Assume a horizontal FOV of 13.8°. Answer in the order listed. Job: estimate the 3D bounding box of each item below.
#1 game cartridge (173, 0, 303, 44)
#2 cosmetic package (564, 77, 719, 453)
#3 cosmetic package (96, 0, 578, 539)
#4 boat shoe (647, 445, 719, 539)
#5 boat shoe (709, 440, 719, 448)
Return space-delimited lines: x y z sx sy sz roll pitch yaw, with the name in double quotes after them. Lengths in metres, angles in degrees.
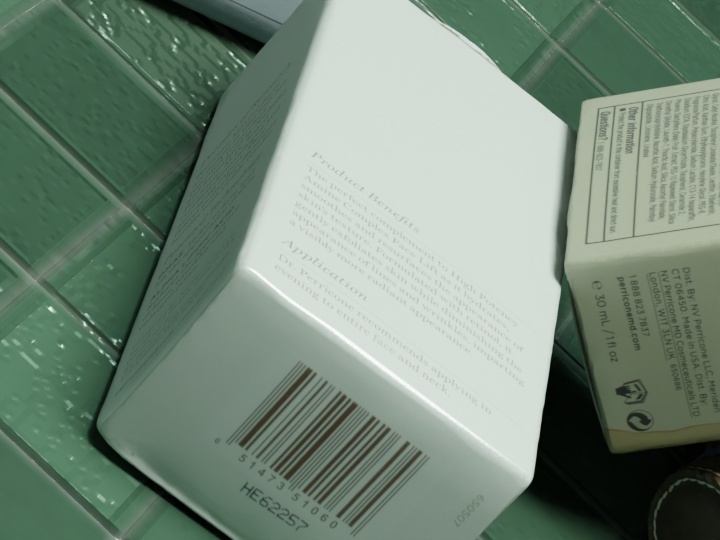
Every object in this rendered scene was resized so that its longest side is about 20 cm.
-0.056 -0.155 1.031 0.133 0.040 0.200 27 32 -35 "game cartridge"
0.166 -0.014 0.884 0.104 0.199 0.073 -76 155 -56 "cosmetic package"
0.000 0.000 0.856 0.102 0.074 0.200 38 27 -12 "cosmetic package"
0.129 0.126 0.851 0.072 0.072 0.200 0 40 -33 "boat shoe"
0.167 0.050 0.919 0.072 0.065 0.200 59 -12 -23 "boat shoe"
